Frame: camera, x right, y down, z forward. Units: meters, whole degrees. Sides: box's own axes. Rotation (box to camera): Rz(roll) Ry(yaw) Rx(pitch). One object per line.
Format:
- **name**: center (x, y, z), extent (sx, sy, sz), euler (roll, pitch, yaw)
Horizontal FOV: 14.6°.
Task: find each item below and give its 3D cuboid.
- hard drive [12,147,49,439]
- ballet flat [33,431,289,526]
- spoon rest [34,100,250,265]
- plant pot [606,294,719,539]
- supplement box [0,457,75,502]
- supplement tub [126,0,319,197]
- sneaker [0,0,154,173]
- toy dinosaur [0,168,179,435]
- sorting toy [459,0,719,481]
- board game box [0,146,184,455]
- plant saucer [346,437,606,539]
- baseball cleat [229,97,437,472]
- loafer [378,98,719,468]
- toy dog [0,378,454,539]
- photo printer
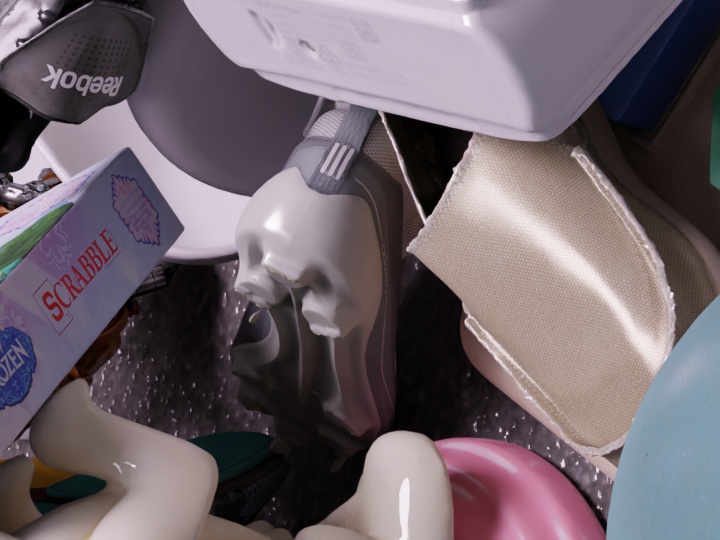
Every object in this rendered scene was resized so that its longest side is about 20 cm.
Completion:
- **hard drive**: center (-0.167, -0.034, 1.338), extent (0.132, 0.027, 0.200), euler (26, 107, 57)
- **ballet flat**: center (-0.104, 0.111, 1.041), extent (0.074, 0.200, 0.074), euler (13, 109, 44)
- **spoon rest**: center (-0.108, -0.057, 1.126), extent (0.061, 0.200, 0.099), euler (78, -149, -54)
- **plant pot**: center (0.151, 0.068, 0.658), extent (0.161, 0.200, 0.201), euler (161, 112, -64)
- **supplement box**: center (-0.164, 0.189, 1.089), extent (0.200, 0.197, 0.133), euler (-115, 29, -49)
- **supplement tub**: center (-0.042, -0.139, 1.047), extent (0.145, 0.145, 0.200), euler (-61, 38, 31)
- **sneaker**: center (-0.090, -0.097, 0.922), extent (0.200, 0.066, 0.091), euler (-42, 50, 44)
- **toy dinosaur**: center (-0.144, 0.008, 1.158), extent (0.200, 0.136, 0.102), euler (-66, -30, -78)
- **sorting toy**: center (0.102, -0.024, 0.895), extent (0.185, 0.036, 0.200), euler (39, 116, 54)
- **board game box**: center (-0.177, 0.048, 0.975), extent (0.200, 0.041, 0.200), euler (-28, 12, 22)
- **plant saucer**: center (0.021, 0.157, 0.975), extent (0.200, 0.051, 0.201), euler (-18, 68, 55)
- **baseball cleat**: center (0.000, 0.000, 1.006), extent (0.107, 0.070, 0.200), euler (-58, -8, -19)
- **loafer**: center (0.054, -0.008, 0.872), extent (0.076, 0.068, 0.200), euler (-61, 35, 27)
- **toy dog**: center (-0.087, 0.136, 0.915), extent (0.140, 0.200, 0.194), euler (-25, 62, 54)
- **photo printer**: center (0.057, -0.136, 0.876), extent (0.200, 0.069, 0.166), euler (-47, 35, -19)
